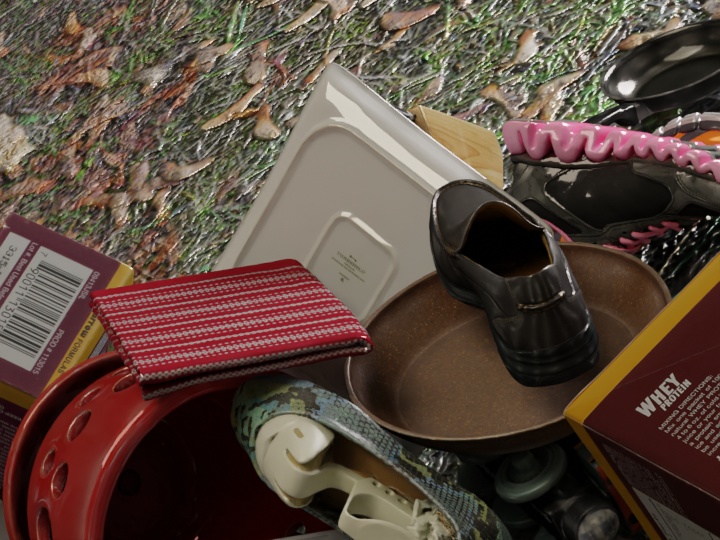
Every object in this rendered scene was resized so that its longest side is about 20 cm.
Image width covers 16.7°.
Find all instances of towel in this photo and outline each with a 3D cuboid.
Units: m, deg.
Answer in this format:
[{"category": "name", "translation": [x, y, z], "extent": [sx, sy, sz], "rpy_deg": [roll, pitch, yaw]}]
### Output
[{"category": "towel", "translation": [-0.083, 0.033, 1.498], "extent": [0.144, 0.023, 0.200], "rpy_deg": [-10, 16, -12]}]

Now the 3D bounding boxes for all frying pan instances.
[{"category": "frying pan", "translation": [0.211, -0.124, 1.697], "extent": [0.114, 0.031, 0.190], "rpy_deg": [-11, 27, 30]}]

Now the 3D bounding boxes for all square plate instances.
[{"category": "square plate", "translation": [0.000, 0.000, 1.596], "extent": [0.200, 0.028, 0.199], "rpy_deg": [39, 109, 23]}]

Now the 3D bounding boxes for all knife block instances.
[{"category": "knife block", "translation": [0.033, -0.080, 1.709], "extent": [0.064, 0.176, 0.201], "rpy_deg": [-23, 33, 19]}]

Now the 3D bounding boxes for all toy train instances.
[{"category": "toy train", "translation": [0.115, 0.098, 1.477], "extent": [0.114, 0.085, 0.200], "rpy_deg": [-38, 31, -8]}]

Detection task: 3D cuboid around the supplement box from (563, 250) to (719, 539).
[{"category": "supplement box", "translation": [0.256, 0.081, 1.305], "extent": [0.197, 0.133, 0.200], "rpy_deg": [-44, 32, -12]}]

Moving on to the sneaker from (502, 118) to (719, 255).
[{"category": "sneaker", "translation": [0.170, -0.040, 1.528], "extent": [0.199, 0.079, 0.096], "rpy_deg": [12, 95, 43]}]

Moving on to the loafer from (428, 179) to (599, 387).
[{"category": "loafer", "translation": [0.086, -0.012, 1.451], "extent": [0.072, 0.073, 0.200], "rpy_deg": [-22, 32, -10]}]

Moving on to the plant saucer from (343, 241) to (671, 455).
[{"category": "plant saucer", "translation": [0.090, 0.052, 1.457], "extent": [0.199, 0.037, 0.201], "rpy_deg": [-13, 31, 8]}]

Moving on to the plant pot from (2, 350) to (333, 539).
[{"category": "plant pot", "translation": [-0.119, 0.149, 1.539], "extent": [0.201, 0.201, 0.182], "rpy_deg": [-48, 26, -19]}]

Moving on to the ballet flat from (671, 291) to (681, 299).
[{"category": "ballet flat", "translation": [0.245, 0.011, 1.501], "extent": [0.200, 0.067, 0.062], "rpy_deg": [-44, 59, -5]}]

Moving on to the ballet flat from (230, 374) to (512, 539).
[{"category": "ballet flat", "translation": [-0.005, 0.122, 1.392], "extent": [0.199, 0.074, 0.074], "rpy_deg": [27, 64, 24]}]

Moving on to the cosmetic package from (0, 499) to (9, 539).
[{"category": "cosmetic package", "translation": [-0.338, 0.229, 1.764], "extent": [0.199, 0.081, 0.113], "rpy_deg": [-12, 39, 34]}]

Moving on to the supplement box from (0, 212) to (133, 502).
[{"category": "supplement box", "translation": [-0.237, 0.077, 1.739], "extent": [0.103, 0.200, 0.131], "rpy_deg": [24, 55, 7]}]

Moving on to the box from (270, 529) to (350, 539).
[{"category": "box", "translation": [0.013, 0.198, 1.401], "extent": [0.155, 0.041, 0.200], "rpy_deg": [-6, 17, -32]}]

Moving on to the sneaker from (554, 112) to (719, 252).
[{"category": "sneaker", "translation": [0.186, -0.028, 1.597], "extent": [0.199, 0.078, 0.112], "rpy_deg": [-20, 37, 46]}]
